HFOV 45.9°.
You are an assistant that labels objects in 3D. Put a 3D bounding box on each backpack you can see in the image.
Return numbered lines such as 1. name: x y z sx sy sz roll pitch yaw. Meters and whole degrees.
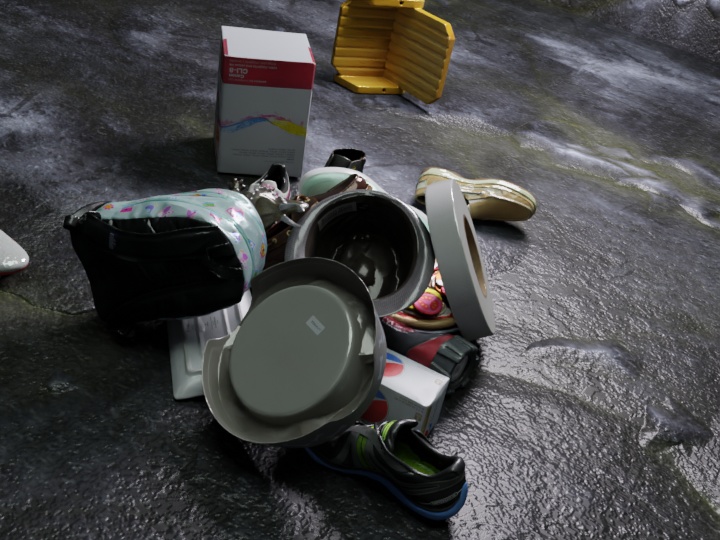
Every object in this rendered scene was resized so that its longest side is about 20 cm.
1. backpack: -0.208 -0.020 0.957 0.199 0.168 0.127 -6 30 19

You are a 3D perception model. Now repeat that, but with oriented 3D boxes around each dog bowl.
1. dog bowl: -0.063 0.088 0.868 0.199 0.059 0.201 -12 58 21

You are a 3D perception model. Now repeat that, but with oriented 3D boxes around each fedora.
1. fedora: 0.000 0.000 1.016 0.176 0.091 0.201 -2 53 0

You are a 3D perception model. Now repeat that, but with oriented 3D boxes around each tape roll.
1. tape roll: 0.126 -0.014 1.063 0.037 0.204 0.203 -14 29 14

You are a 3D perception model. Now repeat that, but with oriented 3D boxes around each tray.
1. tray: -0.173 0.067 0.995 0.107 0.022 0.200 -11 37 -9

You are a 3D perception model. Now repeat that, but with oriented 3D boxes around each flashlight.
1. flashlight: 0.050 0.073 1.048 0.200 0.068 0.068 34 11 31

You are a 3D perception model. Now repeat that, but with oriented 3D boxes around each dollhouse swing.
1. dollhouse swing: 0.062 -0.444 1.728 0.181 0.201 0.176 -4 36 -25

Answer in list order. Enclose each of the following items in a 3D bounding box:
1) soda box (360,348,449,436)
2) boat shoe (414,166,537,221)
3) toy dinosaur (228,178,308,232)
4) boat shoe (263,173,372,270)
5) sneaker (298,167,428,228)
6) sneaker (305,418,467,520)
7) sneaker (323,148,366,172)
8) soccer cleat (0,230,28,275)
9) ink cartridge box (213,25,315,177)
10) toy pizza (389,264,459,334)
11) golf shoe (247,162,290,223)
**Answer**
1. soda box: -0.006 0.118 0.952 0.199 0.068 0.064 24 34 18
2. boat shoe: 0.184 -0.107 1.385 0.199 0.072 0.076 12 46 13
3. toy dinosaur: -0.158 -0.050 1.042 0.077 0.200 0.102 48 16 -19
4. boat shoe: -0.075 -0.060 1.097 0.070 0.200 0.070 48 -4 -11
5. sneaker: 0.005 -0.067 1.156 0.199 0.074 0.118 23 32 -9
6. sneaker: 0.021 0.174 0.860 0.199 0.083 0.071 23 34 22
7. sneaker: -0.055 -0.110 1.254 0.074 0.107 0.200 21 33 13
8. soccer cleat: -0.488 -0.055 1.035 0.199 0.086 0.069 25 34 19
9. ink cartridge box: -0.161 -0.272 1.384 0.144 0.201 0.146 1 33 -13
10. toy pizza: 0.073 0.018 1.170 0.199 0.032 0.201 9 32 -6
11. golf shoe: -0.147 -0.081 1.192 0.072 0.093 0.200 14 33 1
